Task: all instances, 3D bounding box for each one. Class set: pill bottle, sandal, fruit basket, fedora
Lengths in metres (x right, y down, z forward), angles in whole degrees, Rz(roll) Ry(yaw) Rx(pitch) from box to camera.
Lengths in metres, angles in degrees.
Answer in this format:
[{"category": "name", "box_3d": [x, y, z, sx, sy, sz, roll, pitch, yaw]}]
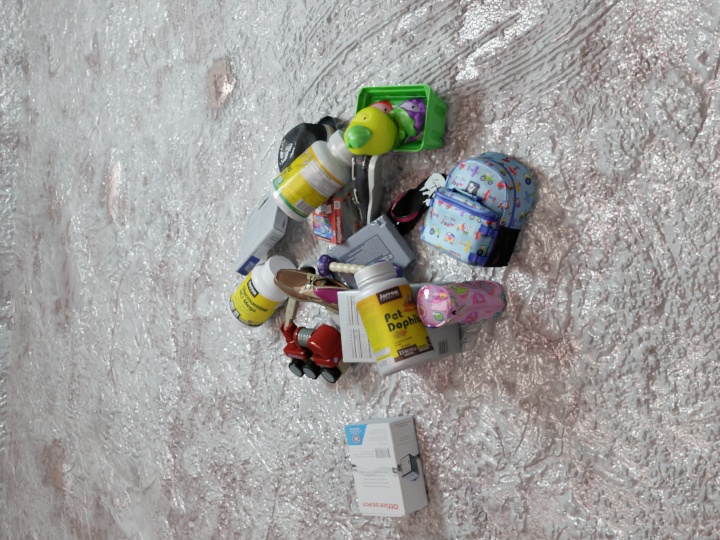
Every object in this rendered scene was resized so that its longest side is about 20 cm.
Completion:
[{"category": "pill bottle", "box_3d": [-0.245, 0.052, 1.975, 0.200, 0.112, 0.113, -46, 63, 37]}, {"category": "pill bottle", "box_3d": [0.058, 0.088, 1.464, 0.109, 0.109, 0.200, -29, 78, 42]}, {"category": "sandal", "box_3d": [0.106, -0.139, 1.655, 0.200, 0.045, 0.075, -42, 65, 39]}, {"category": "fruit basket", "box_3d": [0.049, -0.302, 1.580, 0.215, 0.215, 0.156, 10, 93, 44]}, {"category": "fedora", "box_3d": [-0.131, -0.274, 1.810, 0.201, 0.091, 0.201, -30, 54, 52]}, {"category": "pill bottle", "box_3d": [-0.093, -0.211, 1.702, 0.200, 0.113, 0.113, -39, 65, 17]}]

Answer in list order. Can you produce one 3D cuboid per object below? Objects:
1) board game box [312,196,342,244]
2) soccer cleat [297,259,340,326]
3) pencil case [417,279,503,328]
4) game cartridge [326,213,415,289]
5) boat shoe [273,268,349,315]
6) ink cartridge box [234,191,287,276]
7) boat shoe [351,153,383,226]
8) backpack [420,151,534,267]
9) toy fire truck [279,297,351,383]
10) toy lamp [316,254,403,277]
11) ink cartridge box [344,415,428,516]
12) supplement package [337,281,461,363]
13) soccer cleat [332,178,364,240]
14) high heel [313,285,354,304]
[{"category": "board game box", "box_3d": [-0.079, -0.120, 1.792, 0.200, 0.019, 0.103, -159, 66, -71]}, {"category": "soccer cleat", "box_3d": [-0.083, 0.062, 1.833, 0.070, 0.086, 0.200, -50, 61, 36]}, {"category": "pencil case", "box_3d": [0.193, 0.063, 1.478, 0.087, 0.200, 0.088, 2, 93, 41]}, {"category": "game cartridge", "box_3d": [0.026, -0.029, 1.717, 0.200, 0.041, 0.133, -30, 95, 44]}, {"category": "boat shoe", "box_3d": [-0.098, 0.037, 1.764, 0.072, 0.200, 0.076, 119, 168, -66]}, {"category": "ink cartridge box", "box_3d": [-0.241, -0.113, 1.971, 0.196, 0.043, 0.200, -44, 27, 39]}, {"category": "boat shoe", "box_3d": [0.010, -0.171, 1.682, 0.060, 0.074, 0.200, 17, 143, 16]}, {"category": "backpack", "box_3d": [0.225, -0.123, 1.478, 0.182, 0.134, 0.200, 36, 115, 36]}, {"category": "toy fire truck", "box_3d": [-0.115, 0.142, 1.815, 0.176, 0.129, 0.200, 3, 133, 45]}, {"category": "toy lamp", "box_3d": [0.000, 0.000, 1.693, 0.200, 0.058, 0.058, 6, 98, 35]}, {"category": "ink cartridge box", "box_3d": [0.056, 0.433, 1.731, 0.146, 0.086, 0.200, -15, 85, 45]}, {"category": "supplement package", "box_3d": [0.080, 0.107, 1.610, 0.200, 0.152, 0.151, -4, 91, 36]}, {"category": "soccer cleat", "box_3d": [-0.037, -0.139, 1.785, 0.078, 0.069, 0.200, -27, 78, 46]}, {"category": "high heel", "box_3d": [-0.027, 0.089, 1.693, 0.067, 0.200, 0.096, 5, 84, 51]}]
